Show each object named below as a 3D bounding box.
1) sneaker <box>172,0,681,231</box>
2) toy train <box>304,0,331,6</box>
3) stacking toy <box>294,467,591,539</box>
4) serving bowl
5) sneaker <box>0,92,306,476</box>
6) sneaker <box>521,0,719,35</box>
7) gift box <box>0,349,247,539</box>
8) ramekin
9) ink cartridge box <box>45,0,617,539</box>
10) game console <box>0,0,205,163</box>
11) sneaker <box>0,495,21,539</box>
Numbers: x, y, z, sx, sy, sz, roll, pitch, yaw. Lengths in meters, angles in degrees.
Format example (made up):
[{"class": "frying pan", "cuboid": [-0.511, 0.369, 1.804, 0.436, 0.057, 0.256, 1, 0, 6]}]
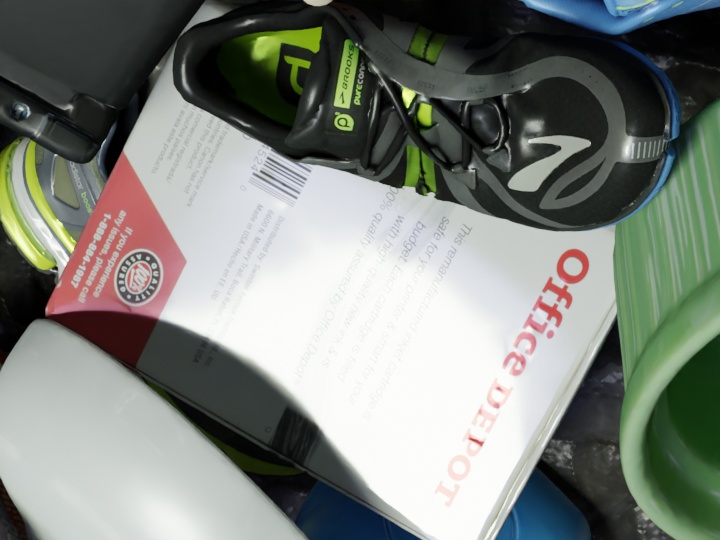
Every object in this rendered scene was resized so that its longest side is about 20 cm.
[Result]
[{"class": "sneaker", "cuboid": [0.019, -0.054, 0.872, 0.199, 0.083, 0.071, 14, 104, 31]}, {"class": "toy train", "cuboid": [0.048, -0.170, 0.857, 0.199, 0.151, 0.056, -20, 147, 34]}, {"class": "stacking toy", "cuboid": [0.008, 0.151, 1.135, 0.110, 0.116, 0.200, 41, 147, 6]}, {"class": "serving bowl", "cuboid": [-0.080, 0.112, 0.996, 0.200, 0.066, 0.200, 40, 166, 12]}, {"class": "sneaker", "cuboid": [-0.072, 0.007, 1.085, 0.200, 0.074, 0.081, 46, 129, -9]}, {"class": "sneaker", "cuboid": [0.135, -0.113, 0.852, 0.199, 0.105, 0.076, -3, 119, 32]}, {"class": "gift box", "cuboid": [-0.155, 0.157, 1.163, 0.184, 0.200, 0.187, 25, 135, -5]}, {"class": "ramekin", "cuboid": [0.182, 0.013, 0.870, 0.199, 0.098, 0.201, -4, 142, -3]}, {"class": "ink cartridge box", "cuboid": [0.000, 0.000, 0.991, 0.199, 0.083, 0.147, 30, 102, 8]}, {"class": "game console", "cuboid": [-0.160, -0.137, 0.908, 0.199, 0.176, 0.117, 30, 92, -17]}, {"class": "sneaker", "cuboid": [-0.166, 0.121, 1.011, 0.080, 0.200, 0.089, -35, 131, 5]}]
